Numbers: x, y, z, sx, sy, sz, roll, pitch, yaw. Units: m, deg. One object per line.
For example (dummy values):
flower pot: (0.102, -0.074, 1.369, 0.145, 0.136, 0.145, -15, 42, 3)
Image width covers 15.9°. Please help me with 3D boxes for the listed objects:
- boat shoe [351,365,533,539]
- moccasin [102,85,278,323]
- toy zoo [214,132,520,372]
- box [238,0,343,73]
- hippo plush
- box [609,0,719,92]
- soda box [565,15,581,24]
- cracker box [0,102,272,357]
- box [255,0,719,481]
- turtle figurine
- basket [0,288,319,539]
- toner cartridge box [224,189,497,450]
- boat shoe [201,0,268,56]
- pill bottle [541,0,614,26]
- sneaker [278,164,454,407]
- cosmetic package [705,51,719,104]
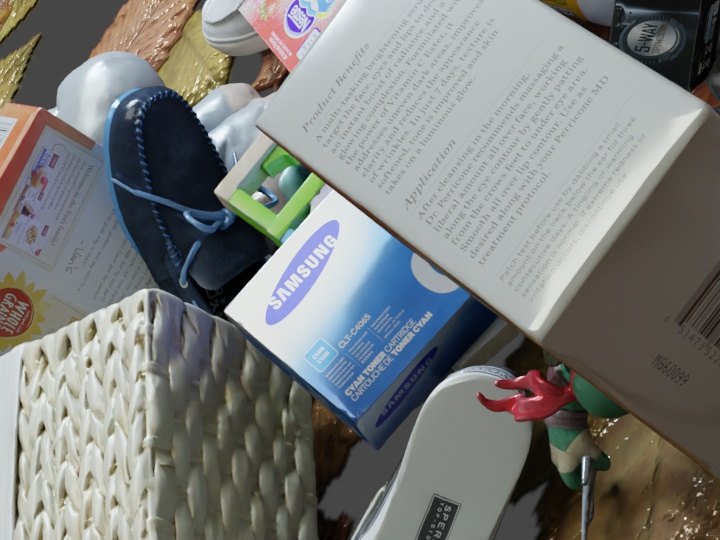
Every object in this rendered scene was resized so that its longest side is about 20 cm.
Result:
boat shoe: (0.025, 0.135, 1.204, 0.068, 0.072, 0.200, -24, -44, -80)
moccasin: (-0.073, -0.010, 1.400, 0.080, 0.200, 0.068, -38, 26, -32)
toy zoo: (0.040, -0.035, 1.289, 0.200, 0.020, 0.131, 34, 81, 26)
box: (0.018, -0.131, 1.452, 0.103, 0.095, 0.200, -52, 28, 8)
hippo plush: (-0.142, -0.062, 1.559, 0.200, 0.161, 0.159, -44, 31, 22)
box: (0.177, -0.200, 1.136, 0.043, 0.200, 0.160, 23, 40, 25)
soda box: (0.076, -0.204, 1.465, 0.064, 0.068, 0.200, -55, 29, 3)
cracker box: (-0.143, 0.014, 1.441, 0.134, 0.200, 0.058, -61, 27, -9)
box: (0.082, -0.027, 1.020, 0.106, 0.152, 0.200, -53, 43, 2)
turtle figurine: (0.125, 0.018, 1.137, 0.150, 0.101, 0.200, -30, 30, 32)
basket: (-0.105, 0.124, 1.312, 0.123, 0.135, 0.200, -32, 47, 33)
toner cartridge box: (0.037, -0.020, 1.247, 0.095, 0.043, 0.200, 38, 83, 27)
boat shoe: (-0.048, -0.198, 1.650, 0.200, 0.068, 0.072, -18, 47, 49)
pill bottle: (0.103, -0.187, 1.291, 0.200, 0.113, 0.113, 21, 77, 28)
sneaker: (0.000, 0.000, 1.354, 0.078, 0.086, 0.200, -49, 29, 12)
cosmetic package: (0.238, -0.149, 1.146, 0.082, 0.051, 0.200, 22, 78, 31)
